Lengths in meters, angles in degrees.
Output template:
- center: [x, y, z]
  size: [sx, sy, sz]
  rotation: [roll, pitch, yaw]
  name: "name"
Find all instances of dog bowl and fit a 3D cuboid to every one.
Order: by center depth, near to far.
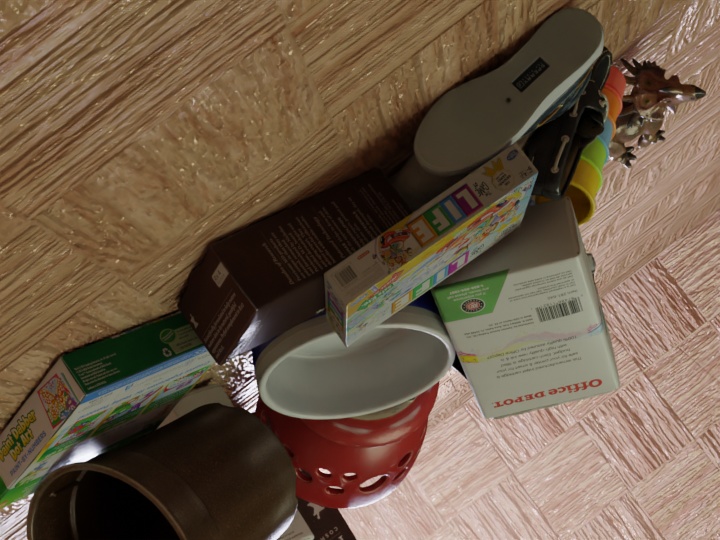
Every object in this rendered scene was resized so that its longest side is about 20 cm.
- center: [-0.010, 0.069, 1.380]
  size: [0.198, 0.079, 0.201]
  rotation: [-10, 151, -6]
  name: "dog bowl"

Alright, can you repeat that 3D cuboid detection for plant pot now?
- center: [-0.170, 0.231, 1.296]
  size: [0.200, 0.201, 0.198]
  rotation: [-46, 172, 34]
  name: "plant pot"
- center: [-0.015, 0.141, 1.563]
  size: [0.199, 0.201, 0.183]
  rotation: [-31, 158, -25]
  name: "plant pot"

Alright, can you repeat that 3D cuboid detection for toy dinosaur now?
- center: [0.281, -0.165, 1.530]
  size: [0.199, 0.086, 0.135]
  rotation: [-38, 168, 22]
  name: "toy dinosaur"

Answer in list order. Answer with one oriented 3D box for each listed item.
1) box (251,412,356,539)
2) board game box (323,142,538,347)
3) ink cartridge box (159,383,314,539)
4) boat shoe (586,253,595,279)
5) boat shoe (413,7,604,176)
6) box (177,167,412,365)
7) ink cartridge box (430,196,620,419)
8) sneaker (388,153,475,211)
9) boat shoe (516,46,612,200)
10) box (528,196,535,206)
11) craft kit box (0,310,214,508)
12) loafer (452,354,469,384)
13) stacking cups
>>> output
- center: [-0.134, 0.296, 1.690]
  size: [0.165, 0.201, 0.164]
  rotation: [-33, -178, -20]
  name: "box"
- center: [0.059, -0.019, 1.208]
  size: [0.199, 0.034, 0.135]
  rotation: [-35, 166, -10]
  name: "board game box"
- center: [-0.162, 0.245, 1.497]
  size: [0.084, 0.201, 0.146]
  rotation: [-14, 154, -48]
  name: "ink cartridge box"
- center: [0.144, 0.018, 1.434]
  size: [0.198, 0.057, 0.069]
  rotation: [-4, -174, 3]
  name: "boat shoe"
- center: [0.133, -0.140, 1.224]
  size: [0.200, 0.071, 0.091]
  rotation: [-38, 164, -6]
  name: "boat shoe"
- center: [-0.051, -0.006, 1.204]
  size: [0.199, 0.075, 0.100]
  rotation: [-26, 163, -36]
  name: "box"
- center: [0.161, 0.041, 1.360]
  size: [0.143, 0.085, 0.201]
  rotation: [-14, 133, 12]
  name: "ink cartridge box"
- center: [0.088, -0.085, 1.327]
  size: [0.115, 0.074, 0.199]
  rotation: [-41, 160, 31]
  name: "sneaker"
- center: [0.199, -0.140, 1.305]
  size: [0.200, 0.060, 0.074]
  rotation: [-52, 148, -35]
  name: "boat shoe"
- center: [0.167, -0.027, 1.588]
  size: [0.156, 0.041, 0.201]
  rotation: [-50, -166, 45]
  name: "box"
- center: [-0.224, 0.118, 1.237]
  size: [0.199, 0.049, 0.198]
  rotation: [-21, 157, -51]
  name: "craft kit box"
- center: [0.082, 0.047, 1.492]
  size: [0.073, 0.199, 0.071]
  rotation: [-42, -161, 32]
  name: "loafer"
- center: [0.229, -0.132, 1.383]
  size: [0.061, 0.060, 0.201]
  rotation: [-53, -172, 51]
  name: "stacking cups"
